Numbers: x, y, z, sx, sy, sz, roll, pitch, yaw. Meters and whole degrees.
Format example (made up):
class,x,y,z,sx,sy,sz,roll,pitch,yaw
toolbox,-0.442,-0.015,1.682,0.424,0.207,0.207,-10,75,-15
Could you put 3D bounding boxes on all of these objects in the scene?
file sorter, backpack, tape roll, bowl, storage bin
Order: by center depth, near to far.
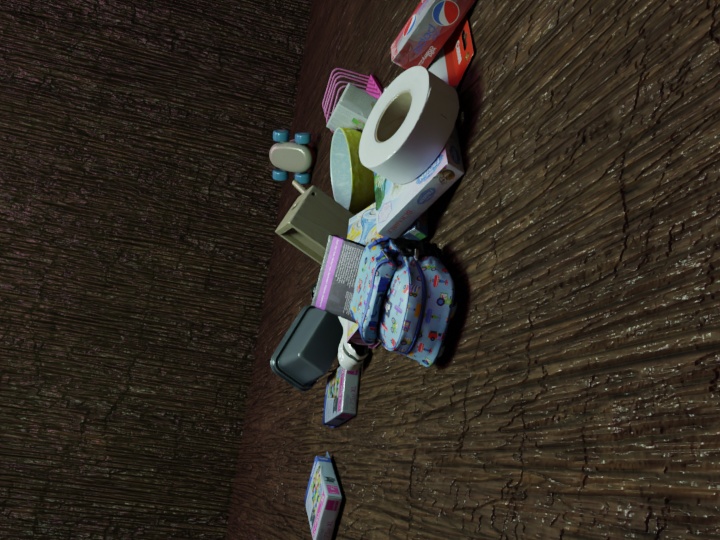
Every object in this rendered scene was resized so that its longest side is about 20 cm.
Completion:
class,x,y,z,sx,sy,sz,roll,pitch,yaw
backpack,0.074,0.055,1.274,0.200,0.134,0.183,-115,37,-64
tape roll,0.084,-0.257,1.393,0.202,0.071,0.203,-42,33,36
bowl,0.005,-0.229,1.801,0.200,0.107,0.201,175,90,-76
storage bin,-0.095,0.178,1.858,0.200,0.145,0.134,-58,14,-26
file sorter,-0.025,-0.445,2.099,0.200,0.125,0.139,-105,30,-62

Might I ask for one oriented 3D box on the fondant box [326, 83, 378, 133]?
class,x,y,z,sx,sy,sz,roll,pitch,yaw
fondant box,0.009,-0.341,1.794,0.058,0.144,0.200,-63,8,-7

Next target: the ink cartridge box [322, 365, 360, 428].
class,x,y,z,sx,sy,sz,roll,pitch,yaw
ink cartridge box,-0.048,0.286,1.793,0.200,0.042,0.120,127,152,-65

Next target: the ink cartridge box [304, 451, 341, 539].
class,x,y,z,sx,sy,sz,roll,pitch,yaw
ink cartridge box,-0.087,0.499,1.744,0.200,0.042,0.120,-119,42,-72

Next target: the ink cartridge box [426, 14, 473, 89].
class,x,y,z,sx,sy,sz,roll,pitch,yaw
ink cartridge box,0.149,-0.376,1.494,0.200,0.057,0.163,108,166,-45

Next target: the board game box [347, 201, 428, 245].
class,x,y,z,sx,sy,sz,roll,pitch,yaw
board game box,0.049,-0.082,1.506,0.200,0.034,0.136,-31,40,38

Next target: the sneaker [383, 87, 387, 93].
class,x,y,z,sx,sy,sz,roll,pitch,yaw
sneaker,0.087,-0.320,1.635,0.200,0.081,0.075,-98,25,-51

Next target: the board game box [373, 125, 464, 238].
class,x,y,z,sx,sy,sz,roll,pitch,yaw
board game box,0.099,-0.186,1.428,0.200,0.041,0.200,-45,32,35

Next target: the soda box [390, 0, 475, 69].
class,x,y,z,sx,sy,sz,roll,pitch,yaw
soda box,0.138,-0.469,1.477,0.200,0.070,0.064,-50,28,35

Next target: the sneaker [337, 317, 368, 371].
class,x,y,z,sx,sy,sz,roll,pitch,yaw
sneaker,-0.008,0.114,1.713,0.080,0.074,0.201,132,138,-58

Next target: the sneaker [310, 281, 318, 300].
class,x,y,z,sx,sy,sz,roll,pitch,yaw
sneaker,-0.075,0.043,1.874,0.200,0.087,0.076,47,-155,-82

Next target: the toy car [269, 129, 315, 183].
class,x,y,z,sx,sy,sz,roll,pitch,yaw
toy car,-0.233,-0.449,3.000,0.200,0.176,0.185,-45,-39,-61

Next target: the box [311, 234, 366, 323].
class,x,y,z,sx,sy,sz,roll,pitch,yaw
box,0.014,0.030,1.451,0.036,0.200,0.143,-2,-70,-61

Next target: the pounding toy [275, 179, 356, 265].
class,x,y,z,sx,sy,sz,roll,pitch,yaw
pounding toy,-0.093,-0.113,1.766,0.142,0.184,0.200,-57,11,-13

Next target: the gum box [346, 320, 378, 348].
class,x,y,z,sx,sy,sz,roll,pitch,yaw
gum box,0.029,0.068,1.583,0.200,0.066,0.114,124,154,-58
